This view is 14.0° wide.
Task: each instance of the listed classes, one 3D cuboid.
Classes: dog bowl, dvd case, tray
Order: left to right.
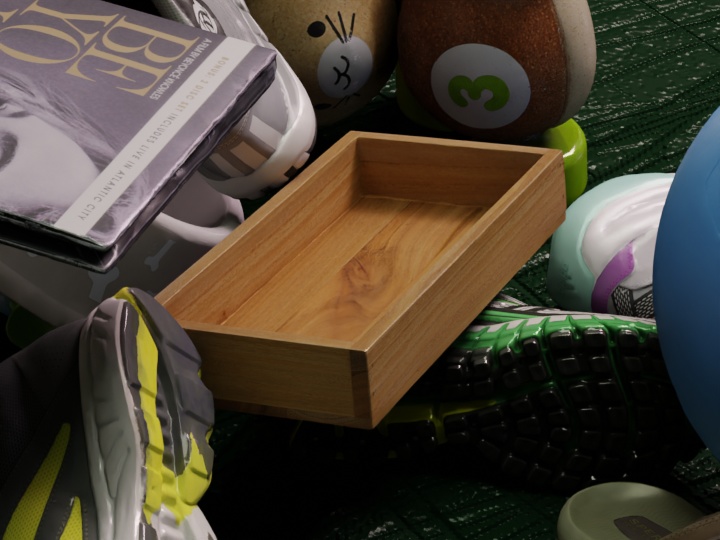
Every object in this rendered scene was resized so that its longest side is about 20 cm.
[{"bbox_3d":[-0.147,-0.066,0.999,0.200,0.016,0.149,17,33,13],"label":"dvd case"},{"bbox_3d":[-0.131,-0.053,1.208,0.200,0.059,0.200,39,16,-13],"label":"dog bowl"},{"bbox_3d":[0.000,0.000,1.155,0.098,0.037,0.200,6,25,24],"label":"tray"}]

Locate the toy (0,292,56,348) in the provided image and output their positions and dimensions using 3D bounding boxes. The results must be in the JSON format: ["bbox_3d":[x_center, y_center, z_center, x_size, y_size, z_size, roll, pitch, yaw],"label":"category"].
[{"bbox_3d":[-0.174,-0.035,1.265,0.115,0.047,0.200,23,22,-44],"label":"toy"}]

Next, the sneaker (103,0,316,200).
[{"bbox_3d":[-0.098,-0.124,1.205,0.200,0.075,0.115,51,8,27],"label":"sneaker"}]

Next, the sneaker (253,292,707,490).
[{"bbox_3d":[0.056,0.032,1.191,0.199,0.078,0.085,7,32,2],"label":"sneaker"}]

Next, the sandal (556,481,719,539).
[{"bbox_3d":[0.135,0.105,1.044,0.080,0.057,0.201,-4,18,-32],"label":"sandal"}]

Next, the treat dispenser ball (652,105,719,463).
[{"bbox_3d":[0.209,0.005,1.092,0.200,0.201,0.201,5,33,-3],"label":"treat dispenser ball"}]

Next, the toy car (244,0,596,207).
[{"bbox_3d":[-0.009,-0.104,1.325,0.200,0.165,0.158,-18,39,-18],"label":"toy car"}]

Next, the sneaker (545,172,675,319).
[{"bbox_3d":[0.194,-0.005,1.284,0.200,0.078,0.140,-31,49,-30],"label":"sneaker"}]

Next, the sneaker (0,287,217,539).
[{"bbox_3d":[-0.095,0.108,1.037,0.084,0.074,0.200,-20,55,28],"label":"sneaker"}]
